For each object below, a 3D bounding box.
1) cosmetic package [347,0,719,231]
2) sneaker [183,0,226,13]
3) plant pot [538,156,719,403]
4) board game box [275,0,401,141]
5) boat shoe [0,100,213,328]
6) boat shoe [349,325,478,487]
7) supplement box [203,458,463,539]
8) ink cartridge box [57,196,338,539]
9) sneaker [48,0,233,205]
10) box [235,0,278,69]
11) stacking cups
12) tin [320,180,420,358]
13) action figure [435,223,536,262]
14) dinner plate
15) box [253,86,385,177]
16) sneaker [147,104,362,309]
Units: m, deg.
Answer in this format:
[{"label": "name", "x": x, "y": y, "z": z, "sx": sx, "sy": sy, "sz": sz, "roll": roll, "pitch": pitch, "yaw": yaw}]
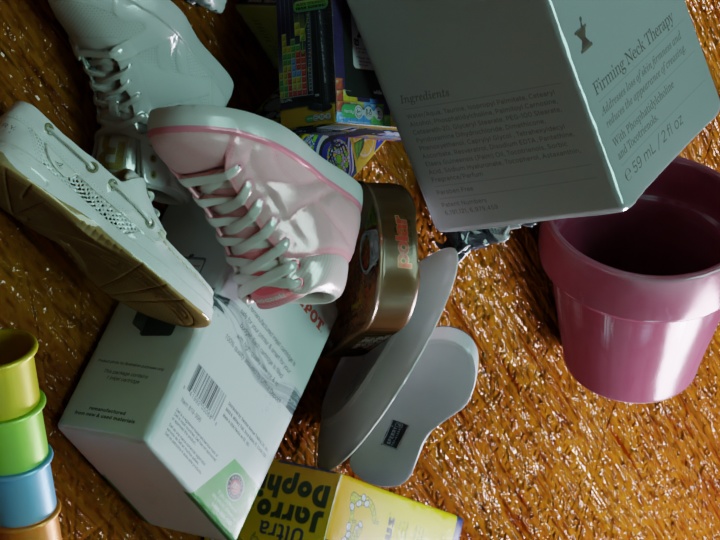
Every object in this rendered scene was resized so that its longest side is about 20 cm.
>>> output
[{"label": "cosmetic package", "x": 0.124, "y": -0.157, "z": 1.568, "sx": 0.167, "sy": 0.166, "sz": 0.200, "roll": -43, "pitch": 118, "yaw": -44}, {"label": "sneaker", "x": -0.110, "y": -0.230, "z": 1.449, "sx": 0.100, "sy": 0.078, "sz": 0.200, "roll": -63, "pitch": 177, "yaw": 4}, {"label": "plant pot", "x": 0.259, "y": 0.016, "z": 2.055, "sx": 0.200, "sy": 0.200, "sz": 0.179, "roll": -46, "pitch": 148, "yaw": -43}, {"label": "board game box", "x": 0.020, "y": -0.181, "z": 1.629, "sx": 0.200, "sy": 0.057, "sz": 0.166, "roll": 1, "pitch": 84, "yaw": -51}, {"label": "boat shoe", "x": -0.161, "y": -0.037, "z": 1.438, "sx": 0.200, "sy": 0.071, "sz": 0.069, "roll": 42, "pitch": 57, "yaw": -31}, {"label": "boat shoe", "x": 0.047, "y": 0.097, "z": 1.765, "sx": 0.200, "sy": 0.072, "sz": 0.066, "roll": 111, "pitch": -2, "yaw": -49}, {"label": "supplement box", "x": -0.021, "y": 0.218, "z": 1.709, "sx": 0.200, "sy": 0.109, "sz": 0.110, "roll": 28, "pitch": 73, "yaw": -56}, {"label": "ink cartridge box", "x": -0.110, "y": 0.067, "z": 1.564, "sx": 0.147, "sy": 0.083, "sz": 0.200, "roll": 56, "pitch": 50, "yaw": -46}, {"label": "sneaker", "x": -0.155, "y": -0.115, "z": 1.468, "sx": 0.200, "sy": 0.073, "sz": 0.116, "roll": 43, "pitch": 58, "yaw": -53}, {"label": "box", "x": -0.021, "y": -0.249, "z": 1.671, "sx": 0.075, "sy": 0.050, "sz": 0.200, "roll": 57, "pitch": 50, "yaw": -43}, {"label": "stacking cups", "x": -0.227, "y": 0.139, "z": 1.431, "sx": 0.060, "sy": 0.060, "sz": 0.201, "roll": -36, "pitch": 131, "yaw": -49}, {"label": "tin", "x": 0.000, "y": 0.000, "z": 1.643, "sx": 0.042, "sy": 0.200, "sz": 0.112, "roll": -3, "pitch": 78, "yaw": -18}, {"label": "action figure", "x": 0.116, "y": -0.085, "z": 1.875, "sx": 0.119, "sy": 0.102, "sz": 0.201, "roll": 50, "pitch": 53, "yaw": -63}, {"label": "dinner plate", "x": 0.013, "y": 0.064, "z": 1.705, "sx": 0.024, "sy": 0.200, "sz": 0.201, "roll": 30, "pitch": 64, "yaw": -10}, {"label": "box", "x": -0.015, "y": -0.127, "z": 1.685, "sx": 0.200, "sy": 0.070, "sz": 0.064, "roll": -51, "pitch": 132, "yaw": -40}, {"label": "sneaker", "x": -0.070, "y": -0.036, "z": 1.475, "sx": 0.200, "sy": 0.075, "sz": 0.105, "roll": 29, "pitch": 62, "yaw": -49}]
